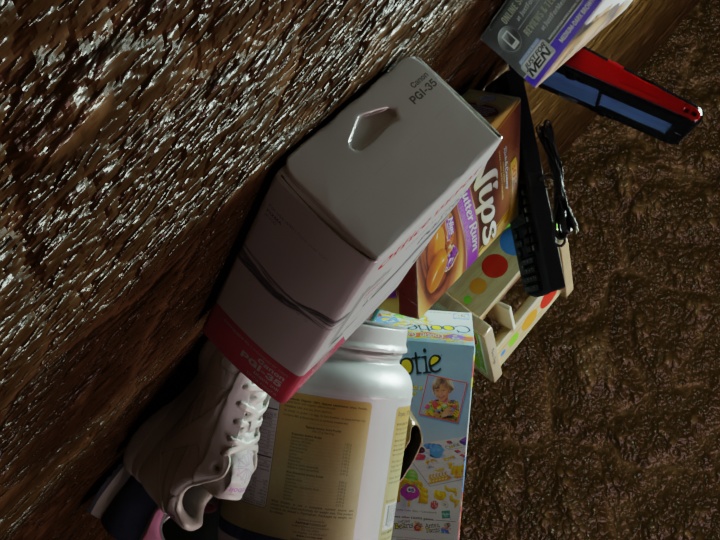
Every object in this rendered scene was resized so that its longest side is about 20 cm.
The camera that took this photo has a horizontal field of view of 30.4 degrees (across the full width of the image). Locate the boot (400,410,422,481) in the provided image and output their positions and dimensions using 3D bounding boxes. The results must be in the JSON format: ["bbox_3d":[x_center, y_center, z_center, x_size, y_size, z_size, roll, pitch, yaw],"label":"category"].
[{"bbox_3d":[-0.022,0.193,1.177,0.201,0.075,0.073,-54,154,14],"label":"boot"}]

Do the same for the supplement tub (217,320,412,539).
[{"bbox_3d":[-0.034,0.138,1.080,0.144,0.142,0.203,10,88,-83],"label":"supplement tub"}]

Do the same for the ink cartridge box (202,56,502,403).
[{"bbox_3d":[-0.011,-0.022,0.867,0.146,0.083,0.200,-44,173,-35],"label":"ink cartridge box"}]

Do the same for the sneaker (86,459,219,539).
[{"bbox_3d":[-0.135,0.157,1.112,0.200,0.082,0.070,-45,172,-31],"label":"sneaker"}]

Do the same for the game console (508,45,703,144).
[{"bbox_3d":[0.210,-0.159,1.169,0.031,0.175,0.200,-61,173,5],"label":"game console"}]

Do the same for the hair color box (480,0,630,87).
[{"bbox_3d":[0.184,-0.233,1.044,0.200,0.065,0.110,-40,170,-47],"label":"hair color box"}]

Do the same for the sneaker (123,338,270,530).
[{"bbox_3d":[-0.094,0.109,0.998,0.201,0.100,0.074,-52,151,21],"label":"sneaker"}]

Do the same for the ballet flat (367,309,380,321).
[{"bbox_3d":[-0.015,0.046,1.173,0.067,0.063,0.202,-74,-174,-73],"label":"ballet flat"}]

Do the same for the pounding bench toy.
[{"bbox_3d":[0.133,-0.013,1.384,0.156,0.124,0.201,-47,154,-13],"label":"pounding bench toy"}]

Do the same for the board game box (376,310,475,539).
[{"bbox_3d":[0.052,0.148,1.283,0.103,0.103,0.203,-78,172,-74],"label":"board game box"}]

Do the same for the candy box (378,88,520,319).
[{"bbox_3d":[0.071,-0.061,1.113,0.200,0.056,0.118,-44,139,-48],"label":"candy box"}]

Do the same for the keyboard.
[{"bbox_3d":[0.151,-0.079,1.187,0.020,0.203,0.127,-11,176,-19],"label":"keyboard"}]

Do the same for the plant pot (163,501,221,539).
[{"bbox_3d":[-0.092,0.215,1.321,0.200,0.199,0.162,-42,157,-45],"label":"plant pot"}]
